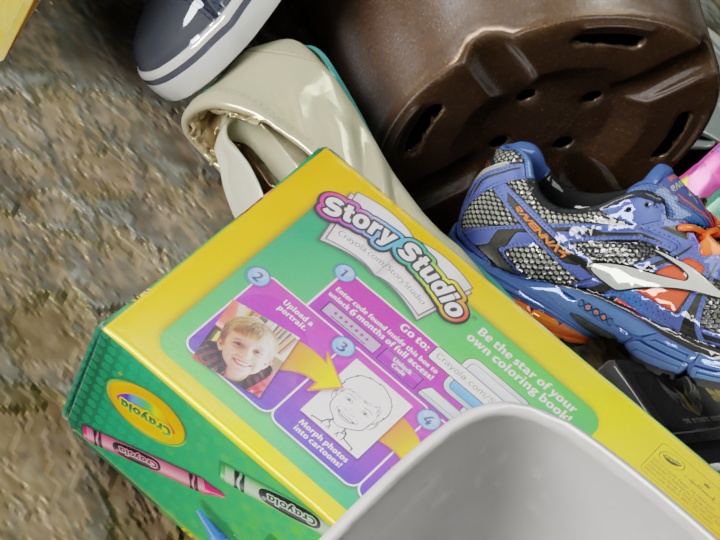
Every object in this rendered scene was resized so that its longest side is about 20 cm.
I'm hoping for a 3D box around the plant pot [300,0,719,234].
[{"bbox_3d":[0.053,-0.135,1.188,0.200,0.200,0.199,19,45,-43],"label":"plant pot"}]

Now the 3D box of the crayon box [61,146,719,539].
[{"bbox_3d":[0.019,0.064,0.888,0.200,0.058,0.119,40,50,12],"label":"crayon box"}]

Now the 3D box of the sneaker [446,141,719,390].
[{"bbox_3d":[0.125,0.000,1.098,0.199,0.079,0.075,14,9,14],"label":"sneaker"}]

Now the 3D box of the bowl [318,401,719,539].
[{"bbox_3d":[0.041,0.162,0.761,0.200,0.200,0.075,44,-18,0],"label":"bowl"}]

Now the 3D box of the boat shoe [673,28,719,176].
[{"bbox_3d":[0.169,-0.055,1.364,0.071,0.070,0.202,14,42,-53],"label":"boat shoe"}]

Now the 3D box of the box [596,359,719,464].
[{"bbox_3d":[0.179,0.109,1.164,0.200,0.048,0.159,-1,51,-57],"label":"box"}]

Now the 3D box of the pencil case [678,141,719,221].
[{"bbox_3d":[0.208,0.024,1.185,0.200,0.088,0.088,55,27,19],"label":"pencil case"}]

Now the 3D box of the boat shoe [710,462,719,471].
[{"bbox_3d":[0.153,0.102,1.017,0.075,0.086,0.202,45,51,13],"label":"boat shoe"}]

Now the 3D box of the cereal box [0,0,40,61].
[{"bbox_3d":[-0.099,-0.181,1.054,0.039,0.144,0.200,27,29,-5],"label":"cereal box"}]

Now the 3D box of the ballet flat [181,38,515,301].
[{"bbox_3d":[0.000,0.000,1.050,0.200,0.069,0.069,53,26,18],"label":"ballet flat"}]

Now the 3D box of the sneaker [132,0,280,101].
[{"bbox_3d":[-0.046,-0.166,1.085,0.079,0.201,0.078,36,-11,-25],"label":"sneaker"}]
